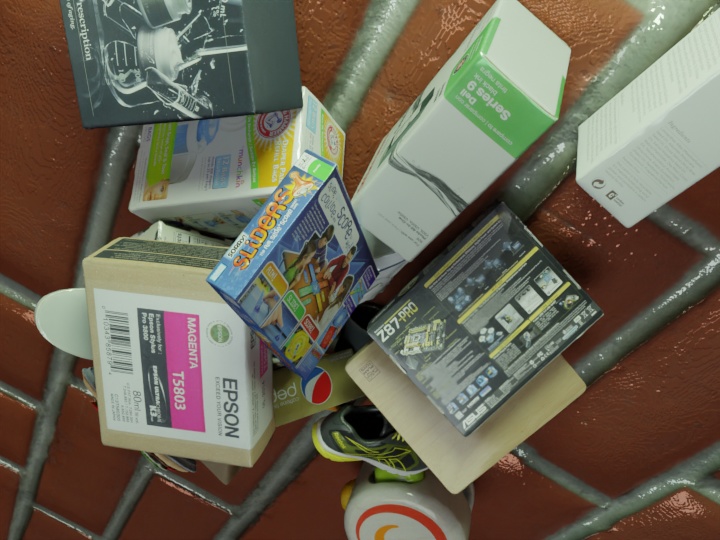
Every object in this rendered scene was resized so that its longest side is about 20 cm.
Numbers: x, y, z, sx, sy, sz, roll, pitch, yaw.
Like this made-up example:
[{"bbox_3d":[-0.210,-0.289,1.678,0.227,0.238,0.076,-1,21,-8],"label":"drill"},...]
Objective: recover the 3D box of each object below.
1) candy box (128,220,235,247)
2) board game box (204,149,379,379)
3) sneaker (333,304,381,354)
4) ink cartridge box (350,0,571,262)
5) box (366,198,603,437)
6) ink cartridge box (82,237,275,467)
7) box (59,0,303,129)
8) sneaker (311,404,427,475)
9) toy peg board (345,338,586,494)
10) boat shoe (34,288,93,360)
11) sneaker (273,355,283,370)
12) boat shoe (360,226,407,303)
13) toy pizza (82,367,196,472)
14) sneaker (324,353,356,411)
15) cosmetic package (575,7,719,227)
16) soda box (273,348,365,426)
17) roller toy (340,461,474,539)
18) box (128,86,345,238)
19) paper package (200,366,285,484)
[{"bbox_3d":[-0.177,0.009,0.803,0.198,0.062,0.135,16,158,-38],"label":"candy box"},{"bbox_3d":[-0.048,0.005,0.614,0.034,0.136,0.201,29,163,24],"label":"board game box"},{"bbox_3d":[0.060,0.121,0.881,0.197,0.075,0.107,19,132,6],"label":"sneaker"},{"bbox_3d":[0.086,-0.125,0.618,0.084,0.147,0.200,36,131,-10],"label":"ink cartridge box"},{"bbox_3d":[0.129,0.052,0.731,0.161,0.049,0.200,45,99,-5],"label":"box"},{"bbox_3d":[-0.171,0.079,0.667,0.162,0.075,0.203,5,110,11],"label":"ink cartridge box"},{"bbox_3d":[-0.159,-0.236,0.603,0.179,0.104,0.203,-1,105,19],"label":"box"},{"bbox_3d":[0.039,0.220,0.898,0.197,0.075,0.085,9,147,-23],"label":"sneaker"},{"bbox_3d":[0.119,0.113,0.814,0.200,0.098,0.200,-41,94,8],"label":"toy peg board"},{"bbox_3d":[-0.256,0.061,0.748,0.198,0.072,0.063,16,179,-39],"label":"boat shoe"},{"bbox_3d":[-0.105,0.083,0.779,0.070,0.073,0.200,31,170,20],"label":"sneaker"},{"bbox_3d":[0.000,0.000,0.778,0.198,0.074,0.066,-26,132,6],"label":"boat shoe"},{"bbox_3d":[-0.296,0.203,0.901,0.199,0.032,0.201,39,165,13],"label":"toy pizza"},{"bbox_3d":[-0.090,0.158,0.967,0.197,0.078,0.079,0,130,23],"label":"sneaker"},{"bbox_3d":[0.278,-0.138,0.568,0.071,0.102,0.200,36,132,-13],"label":"cosmetic package"},{"bbox_3d":[-0.095,0.151,0.827,0.067,0.198,0.065,-24,80,50],"label":"soda box"},{"bbox_3d":[0.075,0.352,1.023,0.181,0.140,0.201,35,122,-3],"label":"roller toy"},{"bbox_3d":[-0.124,-0.105,0.715,0.197,0.114,0.101,-3,162,23],"label":"box"},{"bbox_3d":[-0.209,0.162,0.953,0.199,0.103,0.192,38,135,17],"label":"paper package"}]
